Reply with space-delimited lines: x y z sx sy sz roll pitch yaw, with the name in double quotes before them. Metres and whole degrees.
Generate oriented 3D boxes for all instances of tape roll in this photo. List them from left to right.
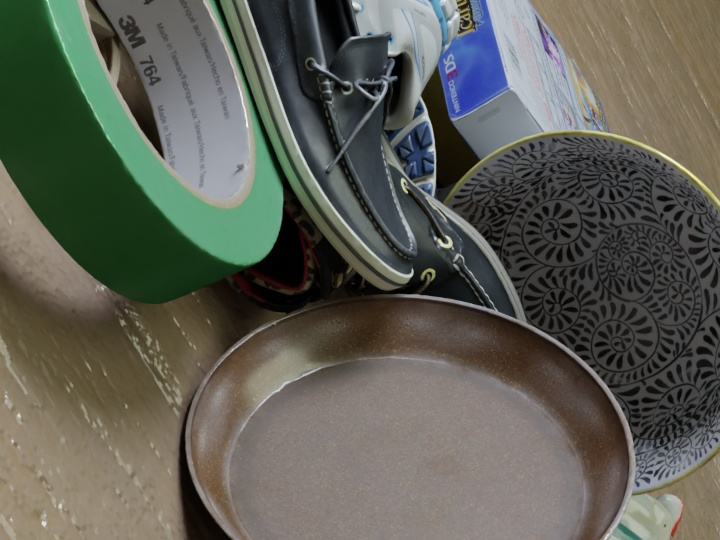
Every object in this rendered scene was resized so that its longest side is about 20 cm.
"tape roll" -0.102 -0.087 0.903 0.201 0.048 0.201 55 22 -35

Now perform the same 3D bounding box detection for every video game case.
"video game case" 0.103 -0.095 1.273 0.181 0.045 0.201 49 20 -34

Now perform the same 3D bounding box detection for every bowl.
"bowl" 0.140 0.014 1.154 0.094 0.200 0.202 -24 89 -58

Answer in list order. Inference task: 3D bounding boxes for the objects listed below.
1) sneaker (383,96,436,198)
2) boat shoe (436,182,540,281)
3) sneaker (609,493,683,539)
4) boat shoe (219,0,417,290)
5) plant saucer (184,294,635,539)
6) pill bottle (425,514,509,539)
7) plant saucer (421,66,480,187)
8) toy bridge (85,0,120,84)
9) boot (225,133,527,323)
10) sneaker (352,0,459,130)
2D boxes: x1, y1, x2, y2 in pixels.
"sneaker" 0.002 -0.104 1.193 0.085 0.077 0.201 16 54 -70
"boat shoe" 0.095 0.030 1.260 0.201 0.068 0.075 57 22 -21
"sneaker" 0.151 0.169 1.184 0.070 0.093 0.201 118 -48 -68
"boat shoe" -0.012 -0.088 0.985 0.201 0.062 0.075 69 16 0
"plant saucer" 0.022 0.085 0.937 0.201 0.199 0.032 -84 178 -51
"pill bottle" 0.060 0.130 1.025 0.113 0.112 0.200 57 24 -17
"plant saucer" 0.062 -0.108 1.337 0.200 0.048 0.200 55 16 -21
"toy bridge" -0.138 -0.118 0.958 0.067 0.027 0.201 28 42 -57
"boot" -0.002 0.000 1.074 0.204 0.073 0.154 52 26 -7
"sneaker" -0.009 -0.147 1.050 0.200 0.075 0.087 51 42 -42
